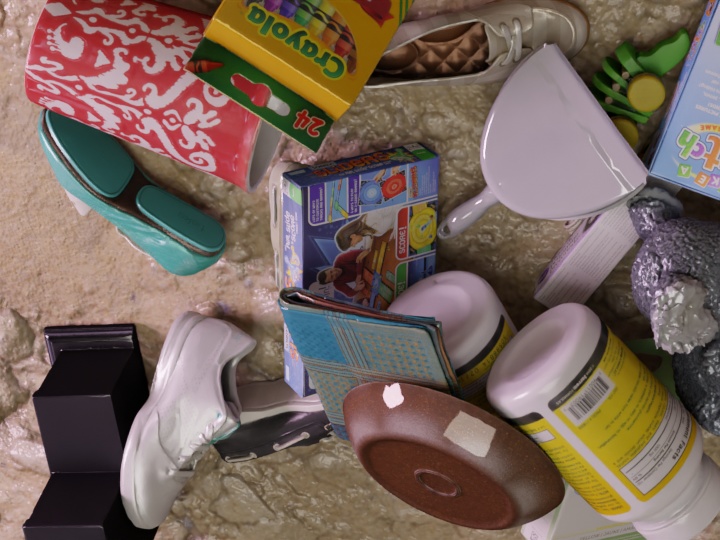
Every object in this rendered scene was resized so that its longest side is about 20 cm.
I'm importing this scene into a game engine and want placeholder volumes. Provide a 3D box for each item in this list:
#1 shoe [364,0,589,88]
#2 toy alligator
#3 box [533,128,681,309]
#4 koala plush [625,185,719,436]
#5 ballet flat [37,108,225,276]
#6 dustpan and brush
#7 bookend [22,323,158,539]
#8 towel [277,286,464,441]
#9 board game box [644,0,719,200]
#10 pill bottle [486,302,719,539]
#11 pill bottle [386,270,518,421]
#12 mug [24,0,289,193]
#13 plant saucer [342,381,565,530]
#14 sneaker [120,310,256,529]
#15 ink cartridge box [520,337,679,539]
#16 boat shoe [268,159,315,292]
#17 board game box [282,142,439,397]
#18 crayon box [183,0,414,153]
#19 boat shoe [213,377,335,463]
[{"bbox_3d":[0.086,-0.177,1.361,0.199,0.053,0.070,-6,117,13],"label":"shoe"},{"bbox_3d":[0.197,-0.119,1.370,0.054,0.059,0.200,27,119,-5],"label":"toy alligator"},{"bbox_3d":[0.219,-0.045,1.419,0.041,0.039,0.200,32,118,-7],"label":"box"},{"bbox_3d":[0.289,0.030,1.353,0.184,0.178,0.200,-34,128,30],"label":"koala plush"},{"bbox_3d":[-0.211,-0.060,1.469,0.200,0.067,0.070,38,132,-9],"label":"ballet flat"},{"bbox_3d":[0.128,-0.078,1.374,0.200,0.057,0.140,-37,87,27],"label":"dustpan and brush"},{"bbox_3d":[-0.254,0.185,1.528,0.092,0.200,0.200,-2,118,10],"label":"bookend"},{"bbox_3d":[0.019,0.091,1.386,0.146,0.022,0.200,11,146,26],"label":"towel"},{"bbox_3d":[0.328,-0.145,1.315,0.151,0.037,0.201,20,100,-3],"label":"board game box"},{"bbox_3d":[0.204,0.130,1.367,0.112,0.113,0.200,-37,109,24],"label":"pill bottle"},{"bbox_3d":[0.103,0.104,1.463,0.111,0.112,0.200,-19,130,18],"label":"pill bottle"},{"bbox_3d":[-0.154,-0.175,1.383,0.199,0.178,0.134,18,158,4],"label":"mug"},{"bbox_3d":[0.069,0.163,1.391,0.200,0.037,0.201,22,152,12],"label":"plant saucer"},{"bbox_3d":[-0.150,0.141,1.508,0.088,0.075,0.201,16,88,21],"label":"sneaker"},{"bbox_3d":[0.232,0.155,1.479,0.145,0.048,0.201,-6,126,-30],"label":"ink cartridge box"},{"bbox_3d":[-0.042,-0.005,1.475,0.072,0.062,0.201,-19,123,-32],"label":"boat shoe"},{"bbox_3d":[0.000,0.000,1.438,0.135,0.034,0.201,-14,121,-27],"label":"board game box"},{"bbox_3d":[-0.032,-0.207,1.296,0.127,0.051,0.201,31,75,-8],"label":"crayon box"},{"bbox_3d":[-0.054,0.132,1.539,0.199,0.074,0.061,-16,114,20],"label":"boat shoe"}]
